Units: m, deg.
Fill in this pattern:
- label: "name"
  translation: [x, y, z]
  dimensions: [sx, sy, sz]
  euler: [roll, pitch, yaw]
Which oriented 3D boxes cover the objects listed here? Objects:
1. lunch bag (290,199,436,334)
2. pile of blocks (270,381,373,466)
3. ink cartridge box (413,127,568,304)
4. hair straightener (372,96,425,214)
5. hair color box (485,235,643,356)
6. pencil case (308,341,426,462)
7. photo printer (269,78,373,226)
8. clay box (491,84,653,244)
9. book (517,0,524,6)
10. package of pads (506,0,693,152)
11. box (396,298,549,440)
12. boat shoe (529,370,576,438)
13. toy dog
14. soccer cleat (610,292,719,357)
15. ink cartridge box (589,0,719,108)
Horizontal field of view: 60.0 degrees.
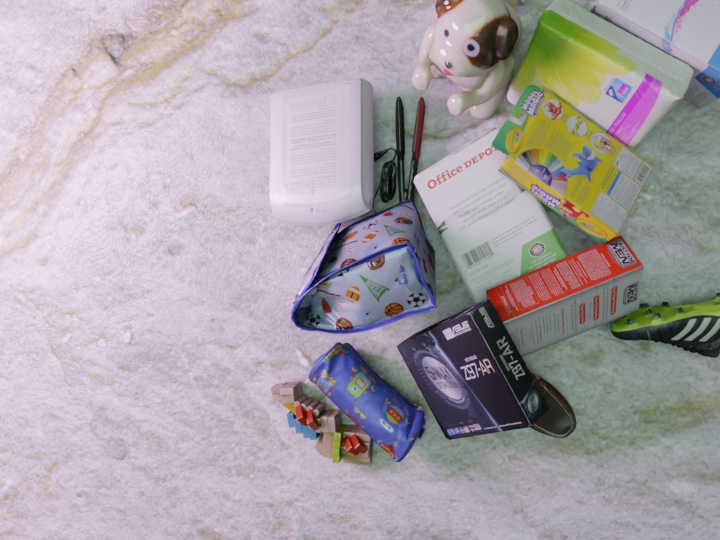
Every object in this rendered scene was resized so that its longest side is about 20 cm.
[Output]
- label: "lunch bag"
  translation: [0.000, 0.000, 0.883]
  dimensions: [0.195, 0.171, 0.126]
  euler: [-21, 110, 17]
- label: "pile of blocks"
  translation: [-0.067, 0.248, 0.975]
  dimensions: [0.197, 0.062, 0.084]
  euler: [30, 98, 10]
- label: "ink cartridge box"
  translation: [0.183, -0.076, 0.891]
  dimensions: [0.143, 0.084, 0.204]
  euler: [-27, 87, 12]
- label: "hair straightener"
  translation: [0.053, -0.159, 0.945]
  dimensions: [0.075, 0.041, 0.207]
  euler: [6, 98, 12]
- label: "hair color box"
  translation: [0.276, 0.041, 0.850]
  dimensions: [0.195, 0.103, 0.062]
  euler: [-21, 48, 4]
- label: "pencil case"
  translation: [0.014, 0.194, 0.945]
  dimensions: [0.199, 0.078, 0.087]
  euler: [41, 80, 8]
- label: "photo printer"
  translation: [-0.057, -0.169, 0.926]
  dimensions: [0.161, 0.069, 0.207]
  euler: [-4, 81, 19]
- label: "clay box"
  translation: [0.272, -0.142, 0.823]
  dimensions: [0.198, 0.048, 0.116]
  euler: [35, 75, 3]
- label: "book"
  translation: [0.217, -0.500, 0.871]
  dimensions: [0.131, 0.048, 0.204]
  euler: [24, 98, -11]
- label: "package of pads"
  translation: [0.304, -0.243, 0.824]
  dimensions: [0.197, 0.155, 0.069]
  euler: [34, 68, 8]
- label: "box"
  translation: [0.148, 0.144, 0.866]
  dimensions: [0.043, 0.199, 0.163]
  euler: [-27, 86, -31]
- label: "boat shoe"
  translation: [0.228, 0.174, 0.903]
  dimensions: [0.198, 0.070, 0.071]
  euler: [37, 99, 7]
- label: "toy dog"
  translation: [0.155, -0.297, 0.818]
  dimensions: [0.194, 0.200, 0.140]
  euler: [-44, 86, 19]
- label: "soccer cleat"
  translation: [0.447, 0.082, 0.855]
  dimensions: [0.194, 0.068, 0.083]
  euler: [-11, 103, 12]
- label: "ink cartridge box"
  translation: [0.395, -0.308, 0.802]
  dimensions: [0.197, 0.144, 0.086]
  euler: [32, 99, 8]
